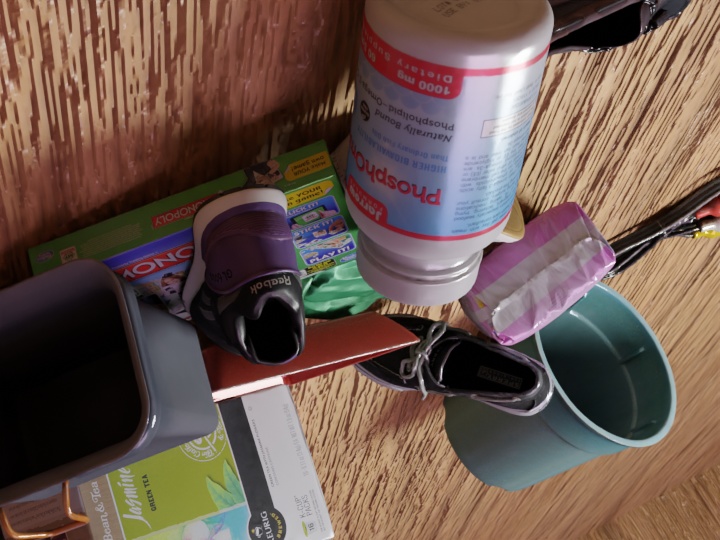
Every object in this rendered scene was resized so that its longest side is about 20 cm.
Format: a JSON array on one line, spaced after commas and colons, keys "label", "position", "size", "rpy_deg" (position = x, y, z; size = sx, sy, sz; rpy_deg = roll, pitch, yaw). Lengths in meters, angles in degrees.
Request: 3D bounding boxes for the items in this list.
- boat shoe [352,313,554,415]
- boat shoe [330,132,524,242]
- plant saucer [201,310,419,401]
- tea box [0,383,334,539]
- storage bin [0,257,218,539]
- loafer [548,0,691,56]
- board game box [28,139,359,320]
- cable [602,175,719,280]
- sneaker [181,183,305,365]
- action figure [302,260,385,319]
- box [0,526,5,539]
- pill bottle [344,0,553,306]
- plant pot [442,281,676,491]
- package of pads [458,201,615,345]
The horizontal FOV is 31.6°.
[{"label": "boat shoe", "position": [0.070, 0.081, 1.124], "size": [0.074, 0.199, 0.068], "rpy_deg": [-67, 157, -7]}, {"label": "boat shoe", "position": [0.045, -0.057, 0.939], "size": [0.069, 0.071, 0.200], "rpy_deg": [-31, 146, 32]}, {"label": "plant saucer", "position": [-0.087, 0.078, 1.018], "size": [0.199, 0.037, 0.199], "rpy_deg": [-10, 172, -38]}, {"label": "tea box", "position": [-0.165, 0.192, 1.023], "size": [0.196, 0.134, 0.200], "rpy_deg": [-14, 172, -35]}, {"label": "storage bin", "position": [-0.191, 0.096, 0.822], "size": [0.199, 0.146, 0.134], "rpy_deg": [-23, 163, 18]}, {"label": "loafer", "position": [0.158, -0.168, 0.856], "size": [0.199, 0.063, 0.072], "rpy_deg": [-12, 151, -38]}, {"label": "board game box", "position": [-0.101, -0.013, 0.849], "size": [0.199, 0.029, 0.135], "rpy_deg": [-20, 158, 2]}, {"label": "cable", "position": [0.339, -0.043, 1.350], "size": [0.199, 0.050, 0.097], "rpy_deg": [-28, 156, -12]}, {"label": "sneaker", "position": [-0.071, 0.031, 0.819], "size": [0.075, 0.088, 0.200], "rpy_deg": [-15, 157, -9]}, {"label": "action figure", "position": [0.000, 0.000, 1.014], "size": [0.200, 0.055, 0.118], "rpy_deg": [-11, 152, -47]}, {"label": "box", "position": [-0.312, 0.296, 1.163], "size": [0.122, 0.106, 0.200], "rpy_deg": [-22, 155, -26]}, {"label": "pill bottle", "position": [0.047, -0.079, 0.778], "size": [0.108, 0.109, 0.201], "rpy_deg": [-18, 136, -28]}, {"label": "plant pot", "position": [0.204, 0.137, 1.397], "size": [0.200, 0.201, 0.196], "rpy_deg": [-8, 157, -43]}, {"label": "package of pads", "position": [0.144, 0.005, 1.099], "size": [0.120, 0.076, 0.200], "rpy_deg": [-35, 178, 1]}]
